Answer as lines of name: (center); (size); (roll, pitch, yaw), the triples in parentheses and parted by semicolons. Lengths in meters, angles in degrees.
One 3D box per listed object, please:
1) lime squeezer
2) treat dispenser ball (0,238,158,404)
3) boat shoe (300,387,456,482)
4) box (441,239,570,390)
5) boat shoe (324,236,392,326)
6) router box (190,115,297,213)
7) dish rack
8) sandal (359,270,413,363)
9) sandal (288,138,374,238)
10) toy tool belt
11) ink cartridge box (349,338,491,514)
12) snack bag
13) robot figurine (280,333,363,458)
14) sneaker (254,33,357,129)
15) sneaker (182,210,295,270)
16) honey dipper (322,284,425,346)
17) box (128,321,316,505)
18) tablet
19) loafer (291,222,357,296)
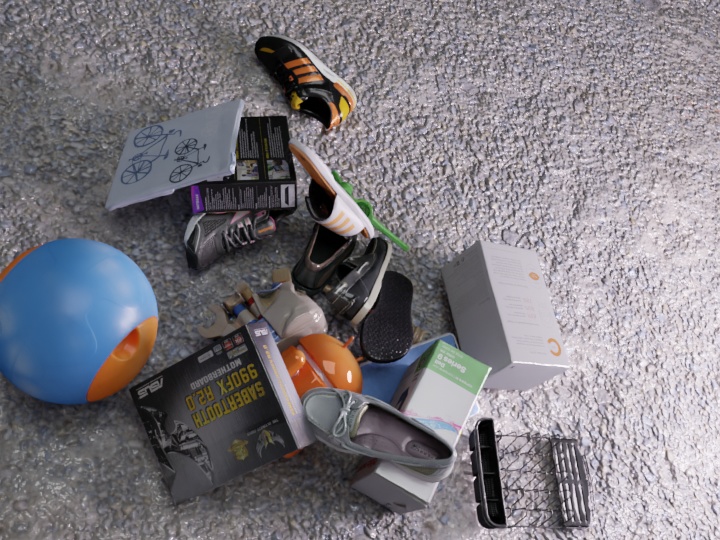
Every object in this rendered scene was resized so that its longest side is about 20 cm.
lime squeezer: (-0.005, -0.097, 1.324); (0.038, 0.071, 0.200); (-43, 60, -1)
treat dispenser ball: (-0.348, 0.061, 1.043); (0.200, 0.201, 0.202); (9, 59, -16)
boat shoe: (0.019, 0.189, 1.022); (0.201, 0.065, 0.075); (24, 65, 11)
box: (0.217, 0.070, 1.303); (0.124, 0.097, 0.201); (9, 57, -34)
boat shoe: (0.000, 0.000, 1.263); (0.067, 0.072, 0.200); (31, 33, -4)
router box: (-0.174, -0.161, 1.267); (0.148, 0.051, 0.200); (-2, 38, -8)
dish rack: (0.250, 0.296, 1.229); (0.199, 0.055, 0.154); (7, 61, -18)
sandal: (0.039, 0.075, 1.239); (0.075, 0.045, 0.200); (26, 34, -6)
sandal: (-0.056, -0.104, 1.221); (0.059, 0.207, 0.079); (-46, 42, -5)
toy tool belt: (-0.153, 0.081, 1.169); (0.200, 0.125, 0.123); (-32, 57, -16)
ink cartridge box: (0.077, 0.209, 1.136); (0.087, 0.145, 0.201); (28, 67, -2)
snack bag: (-0.258, -0.169, 1.225); (0.199, 0.021, 0.189); (-15, 41, 12)
robot figurine: (-0.080, 0.162, 1.120); (0.200, 0.117, 0.144); (-38, 109, -8)
sneaker: (-0.103, -0.313, 1.429); (0.200, 0.070, 0.090); (36, 52, -1)
sneaker: (-0.169, -0.070, 1.241); (0.086, 0.081, 0.200); (21, 51, 29)
honey dipper: (0.002, 0.057, 1.281); (0.199, 0.038, 0.038); (29, 56, -2)
box: (-0.171, 0.174, 1.044); (0.048, 0.199, 0.159); (-5, 69, -65)
tablet: (0.073, 0.177, 1.238); (0.199, 0.014, 0.131); (-16, 84, -27)
loafer: (-0.043, -0.045, 1.288); (0.072, 0.063, 0.200); (26, 46, -1)
